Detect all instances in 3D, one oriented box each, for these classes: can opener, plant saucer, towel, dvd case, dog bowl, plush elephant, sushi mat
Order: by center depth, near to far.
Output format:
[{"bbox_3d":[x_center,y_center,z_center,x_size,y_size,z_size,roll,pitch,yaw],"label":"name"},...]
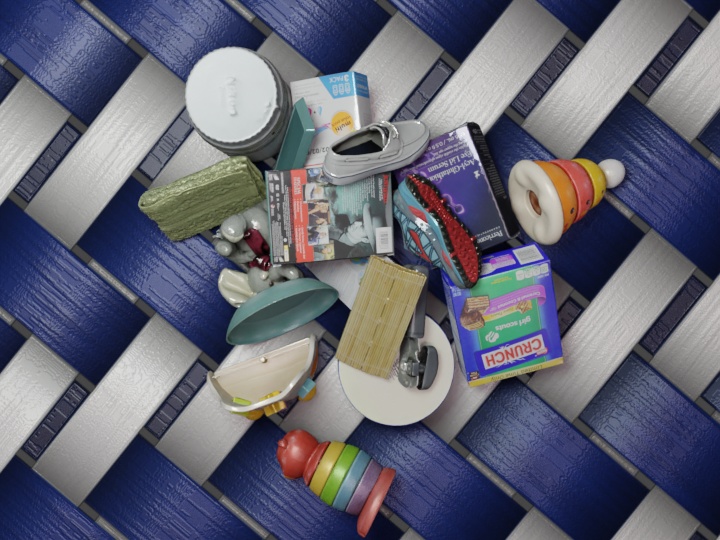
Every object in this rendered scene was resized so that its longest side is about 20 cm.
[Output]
[{"bbox_3d":[-0.046,-0.088,1.380,0.197,0.022,0.148,-6,99,-12],"label":"dvd case"},{"bbox_3d":[0.030,0.077,1.409,0.095,0.012,0.202,22,117,4],"label":"sushi mat"},{"bbox_3d":[-0.112,-0.186,1.436,0.019,0.201,0.071,-7,59,-24],"label":"plant saucer"},{"bbox_3d":[0.095,0.093,1.444,0.066,0.053,0.203,5,90,-33],"label":"can opener"},{"bbox_3d":[-0.132,0.062,1.446,0.198,0.200,0.036,-25,74,0],"label":"plant saucer"},{"bbox_3d":[-0.157,-0.025,1.450,0.164,0.199,0.156,-33,95,-35],"label":"plush elephant"},{"bbox_3d":[-0.252,-0.119,1.466,0.198,0.149,0.037,-23,64,3],"label":"towel"},{"bbox_3d":[0.059,0.158,1.501,0.197,0.079,0.203,0,91,0],"label":"dog bowl"}]

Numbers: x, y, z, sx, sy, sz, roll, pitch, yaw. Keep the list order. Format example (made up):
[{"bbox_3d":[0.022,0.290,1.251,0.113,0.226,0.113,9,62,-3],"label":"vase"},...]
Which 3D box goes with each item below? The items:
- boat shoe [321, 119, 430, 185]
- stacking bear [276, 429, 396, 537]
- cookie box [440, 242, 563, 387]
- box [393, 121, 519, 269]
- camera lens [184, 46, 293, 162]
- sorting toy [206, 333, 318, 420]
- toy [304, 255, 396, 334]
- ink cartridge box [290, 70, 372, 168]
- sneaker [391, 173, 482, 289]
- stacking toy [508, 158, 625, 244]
[{"bbox_3d":[0.032,-0.193,1.358,0.199,0.066,0.074,-30,66,-28],"label":"boat shoe"},{"bbox_3d":[-0.051,0.339,1.494,0.198,0.121,0.115,27,93,7],"label":"stacking bear"},{"bbox_3d":[0.235,0.075,1.465,0.169,0.075,0.202,-15,118,0],"label":"cookie box"},{"bbox_3d":[0.157,-0.122,1.464,0.147,0.104,0.202,-23,90,21],"label":"box"},{"bbox_3d":[-0.189,-0.264,1.428,0.158,0.200,0.162,0,90,3],"label":"camera lens"},{"bbox_3d":[-0.153,0.192,1.450,0.198,0.180,0.108,-20,91,1],"label":"sorting toy"},{"bbox_3d":[0.000,0.000,1.475,0.200,0.047,0.116,44,116,34],"label":"toy"},{"bbox_3d":[-0.040,-0.211,1.441,0.114,0.068,0.203,-6,93,20],"label":"ink cartridge box"},{"bbox_3d":[0.116,-0.050,1.403,0.095,0.079,0.201,-42,74,44],"label":"sneaker"},{"bbox_3d":[0.361,-0.142,1.487,0.198,0.146,0.148,-23,91,-15],"label":"stacking toy"}]
